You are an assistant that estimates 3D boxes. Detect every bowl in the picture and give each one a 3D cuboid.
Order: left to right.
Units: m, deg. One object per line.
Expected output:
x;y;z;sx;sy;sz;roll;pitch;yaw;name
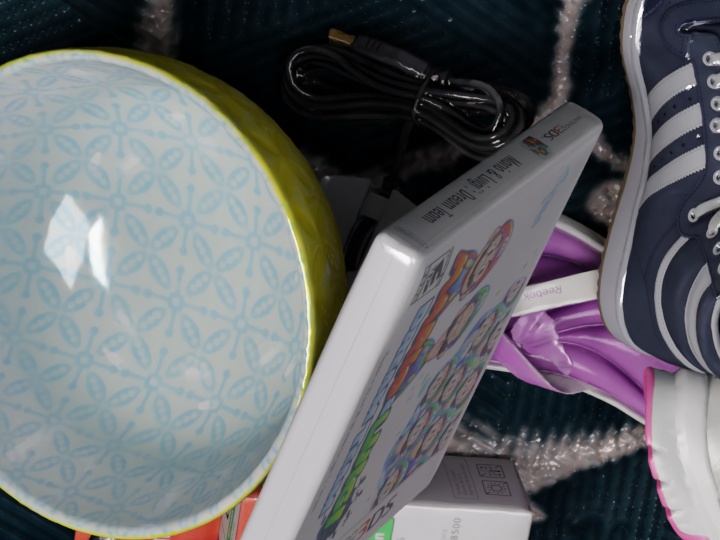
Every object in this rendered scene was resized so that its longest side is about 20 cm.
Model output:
-0.080;0.000;1.109;0.200;0.108;0.200;7;105;28;bowl

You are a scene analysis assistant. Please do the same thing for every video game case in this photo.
0.019;0.041;1.087;0.024;0.182;0.200;32;120;14;video game case

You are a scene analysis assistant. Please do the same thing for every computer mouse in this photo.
0.000;0.000;1.152;0.110;0.044;0.200;21;117;15;computer mouse

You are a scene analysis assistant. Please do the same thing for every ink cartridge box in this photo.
-0.030;0.138;1.234;0.200;0.050;0.109;4;117;-12;ink cartridge box

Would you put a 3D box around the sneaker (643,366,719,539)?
0.190;0.124;1.174;0.088;0.081;0.200;-17;115;13;sneaker

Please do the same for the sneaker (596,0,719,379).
0.156;-0.050;1.115;0.070;0.108;0.200;0;106;-24;sneaker

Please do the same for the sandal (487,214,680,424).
0.096;0.025;1.195;0.202;0.050;0.083;19;111;-16;sandal
